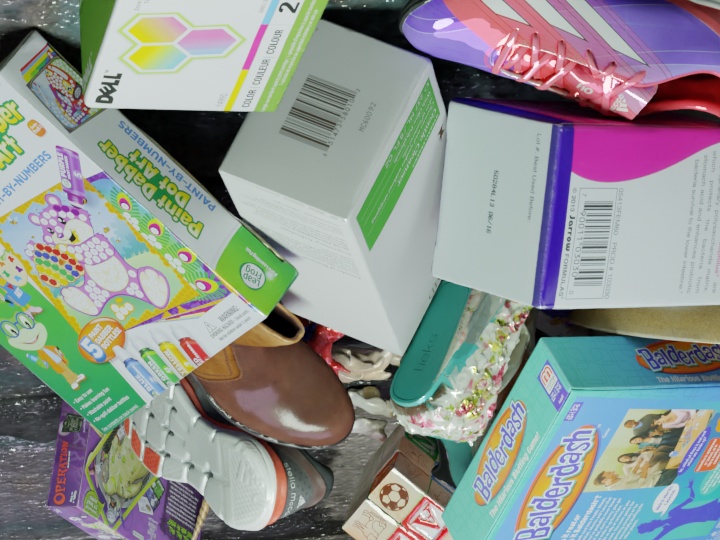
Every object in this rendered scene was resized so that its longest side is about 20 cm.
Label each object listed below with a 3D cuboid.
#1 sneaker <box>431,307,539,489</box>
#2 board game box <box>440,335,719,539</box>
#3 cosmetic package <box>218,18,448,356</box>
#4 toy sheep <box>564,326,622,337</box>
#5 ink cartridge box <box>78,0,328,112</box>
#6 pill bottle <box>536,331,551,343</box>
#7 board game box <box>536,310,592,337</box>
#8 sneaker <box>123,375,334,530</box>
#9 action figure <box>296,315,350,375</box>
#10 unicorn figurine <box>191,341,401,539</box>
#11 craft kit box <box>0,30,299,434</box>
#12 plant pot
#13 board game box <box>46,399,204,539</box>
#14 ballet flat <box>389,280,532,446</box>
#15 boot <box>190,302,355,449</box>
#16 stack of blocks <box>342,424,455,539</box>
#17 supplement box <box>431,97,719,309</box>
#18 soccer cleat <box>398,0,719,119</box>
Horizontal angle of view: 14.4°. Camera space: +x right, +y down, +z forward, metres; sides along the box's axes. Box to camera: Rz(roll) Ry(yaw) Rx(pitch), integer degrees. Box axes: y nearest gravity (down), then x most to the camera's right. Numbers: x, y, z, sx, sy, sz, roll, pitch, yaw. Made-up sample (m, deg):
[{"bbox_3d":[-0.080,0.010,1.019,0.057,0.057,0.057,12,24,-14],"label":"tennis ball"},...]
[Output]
[{"bbox_3d":[0.064,0.042,1.749,0.080,0.202,0.071,2,-173,43],"label":"sneaker"},{"bbox_3d":[0.165,0.106,1.695,0.199,0.045,0.153,0,134,-33],"label":"board game box"},{"bbox_3d":[-0.004,-0.045,1.588,0.084,0.108,0.200,21,164,19],"label":"cosmetic package"},{"bbox_3d":[0.166,0.088,1.815,0.199,0.139,0.138,-12,156,7],"label":"toy sheep"},{"bbox_3d":[-0.126,-0.144,1.395,0.199,0.076,0.148,0,156,-15],"label":"ink cartridge box"},{"bbox_3d":[0.122,0.098,1.973,0.106,0.107,0.199,-24,151,37],"label":"pill bottle"},{"bbox_3d":[0.171,0.001,1.835,0.134,0.045,0.200,-19,153,29],"label":"board game box"},{"bbox_3d":[-0.089,0.107,1.881,0.081,0.200,0.077,-4,123,-37],"label":"sneaker"},{"bbox_3d":[-0.073,0.055,1.854,0.198,0.065,0.100,-4,118,-4],"label":"action figure"},{"bbox_3d":[-0.045,0.100,2.003,0.136,0.074,0.201,-1,139,-13],"label":"unicorn figurine"},{"bbox_3d":[-0.162,-0.016,1.598,0.197,0.049,0.200,44,141,-8],"label":"craft kit box"},{"bbox_3d":[0.224,0.021,1.707,0.198,0.028,0.200,1,-175,0],"label":"plant pot"},{"bbox_3d":[-0.157,0.135,1.984,0.032,0.121,0.200,-5,158,19],"label":"board game box"},{"bbox_3d":[0.082,0.013,1.670,0.064,0.201,0.075,37,168,-35],"label":"ballet flat"},{"bbox_3d":[-0.059,0.036,1.710,0.188,0.069,0.200,45,164,-6],"label":"boot"},{"bbox_3d":[0.063,0.155,1.989,0.115,0.200,0.059,38,110,-4],"label":"stack of blocks"},{"bbox_3d":[0.149,-0.038,1.584,0.199,0.102,0.103,0,-169,-36],"label":"supplement box"},{"bbox_3d":[0.119,-0.116,1.513,0.199,0.074,0.068,2,156,-17],"label":"soccer cleat"}]
